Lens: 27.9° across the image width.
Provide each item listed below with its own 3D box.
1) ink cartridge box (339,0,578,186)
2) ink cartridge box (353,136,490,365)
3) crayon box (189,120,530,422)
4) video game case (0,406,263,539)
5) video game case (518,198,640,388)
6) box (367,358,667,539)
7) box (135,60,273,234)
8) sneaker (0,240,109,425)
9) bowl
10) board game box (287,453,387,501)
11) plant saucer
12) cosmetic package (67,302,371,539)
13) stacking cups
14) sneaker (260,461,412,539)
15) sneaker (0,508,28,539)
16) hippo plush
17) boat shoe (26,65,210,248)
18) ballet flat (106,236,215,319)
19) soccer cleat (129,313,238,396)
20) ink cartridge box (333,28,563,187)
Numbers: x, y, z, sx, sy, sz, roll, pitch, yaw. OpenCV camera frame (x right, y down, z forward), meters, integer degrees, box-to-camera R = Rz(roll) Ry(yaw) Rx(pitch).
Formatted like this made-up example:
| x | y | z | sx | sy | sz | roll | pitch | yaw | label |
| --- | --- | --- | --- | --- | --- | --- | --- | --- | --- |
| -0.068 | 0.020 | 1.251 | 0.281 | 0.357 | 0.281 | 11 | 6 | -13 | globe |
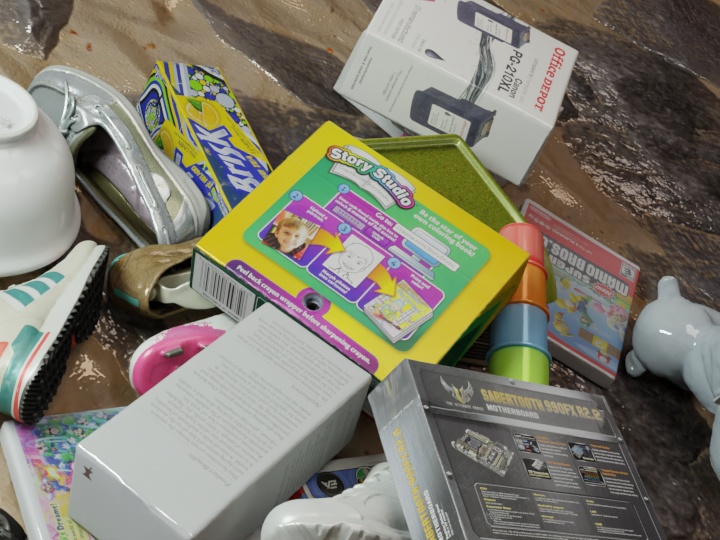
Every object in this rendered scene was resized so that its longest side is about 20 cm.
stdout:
| x | y | z | sx | sy | sz | roll | pitch | yaw | label |
| --- | --- | --- | --- | --- | --- | --- | --- | --- | --- |
| 0.099 | -0.192 | 1.399 | 0.198 | 0.085 | 0.146 | 27 | 44 | -2 | ink cartridge box |
| 0.043 | -0.021 | 1.304 | 0.163 | 0.075 | 0.201 | 14 | 39 | -26 | ink cartridge box |
| 0.000 | 0.000 | 1.101 | 0.199 | 0.059 | 0.173 | 35 | 54 | 15 | crayon box |
| -0.132 | 0.175 | 0.978 | 0.180 | 0.024 | 0.201 | -4 | 49 | -30 | video game case |
| 0.201 | 0.018 | 1.424 | 0.142 | 0.018 | 0.201 | 31 | 36 | -2 | video game case |
| 0.112 | 0.149 | 0.978 | 0.198 | 0.048 | 0.160 | 13 | 43 | -37 | box |
| -0.129 | -0.093 | 1.271 | 0.069 | 0.065 | 0.201 | 0 | 46 | -36 | box |
| -0.244 | 0.029 | 1.040 | 0.092 | 0.071 | 0.201 | 15 | 32 | 0 | sneaker |
| -0.301 | -0.092 | 1.103 | 0.198 | 0.091 | 0.202 | 16 | 34 | -11 | bowl |
| 0.056 | 0.225 | 1.045 | 0.198 | 0.056 | 0.197 | -1 | 48 | -37 | board game box |
| 0.064 | -0.050 | 1.250 | 0.198 | 0.048 | 0.201 | -8 | 53 | -41 | plant saucer |
| -0.091 | 0.116 | 0.977 | 0.101 | 0.072 | 0.200 | 34 | 43 | 19 | cosmetic package |
| 0.128 | 0.057 | 1.152 | 0.060 | 0.061 | 0.202 | 19 | 53 | -16 | stacking cups |
| 0.010 | 0.172 | 0.974 | 0.198 | 0.078 | 0.100 | 15 | 32 | -37 | sneaker |
| -0.230 | 0.190 | 0.864 | 0.200 | 0.070 | 0.099 | 47 | 36 | 19 | sneaker |
| 0.321 | 0.102 | 1.346 | 0.199 | 0.161 | 0.160 | 14 | 6 | -46 | hippo plush |
| -0.211 | -0.091 | 1.203 | 0.202 | 0.075 | 0.065 | 48 | 34 | 9 | boat shoe |
| -0.103 | -0.001 | 1.152 | 0.198 | 0.069 | 0.072 | -13 | 31 | -32 | ballet flat |
| -0.098 | 0.064 | 1.123 | 0.198 | 0.071 | 0.086 | -2 | 26 | -35 | soccer cleat |
| 0.094 | -0.180 | 1.518 | 0.199 | 0.086 | 0.147 | 39 | 37 | 11 | ink cartridge box |
